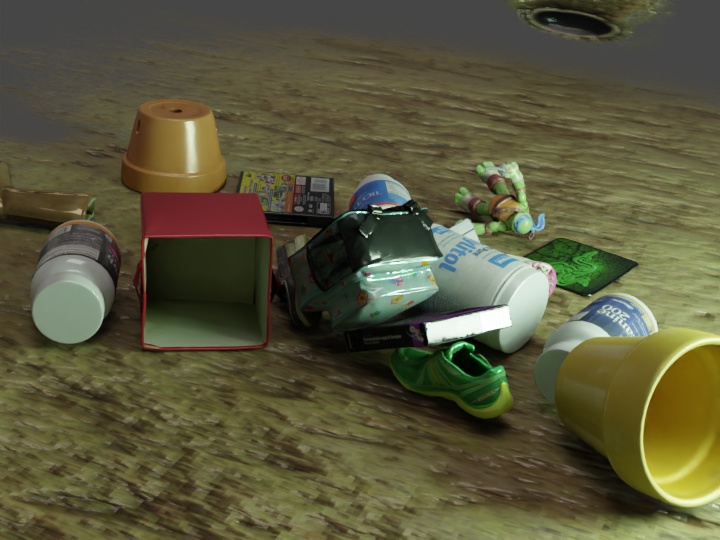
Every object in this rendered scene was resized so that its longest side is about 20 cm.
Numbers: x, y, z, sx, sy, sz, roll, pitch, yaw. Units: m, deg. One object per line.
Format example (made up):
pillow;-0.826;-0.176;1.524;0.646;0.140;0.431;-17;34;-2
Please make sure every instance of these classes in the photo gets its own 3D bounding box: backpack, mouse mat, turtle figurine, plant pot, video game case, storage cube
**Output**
backpack;0.000;0.000;1.594;0.175;0.154;0.200;-11;-6;-41
mouse mat;0.366;-0.009;1.948;0.161;0.008;0.200;21;29;32
turtle figurine;0.221;-0.136;2.036;0.199;0.144;0.194;2;20;-17
plant pot;-0.349;-0.236;2.144;0.199;0.140;0.200;5;25;-2
video game case;-0.139;-0.132;2.096;0.180;0.026;0.200;4;25;-3
storage cube;-0.221;-0.002;1.609;0.199;0.171;0.180;-1;23;-12
plant pot;0.340;0.160;1.361;0.200;0.201;0.189;-9;11;-30

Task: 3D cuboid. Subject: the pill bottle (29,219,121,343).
pill bottle;-0.400;0.015;1.600;0.116;0.117;0.200;2;25;-8

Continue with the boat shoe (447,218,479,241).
boat shoe;0.118;-0.014;1.826;0.200;0.067;0.074;-32;-4;-24

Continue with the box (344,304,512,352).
box;0.088;0.080;1.551;0.143;0.036;0.200;-11;1;-32

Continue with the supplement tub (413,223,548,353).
supplement tub;0.159;0.023;1.667;0.200;0.132;0.132;25;31;32

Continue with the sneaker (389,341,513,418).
sneaker;0.120;0.127;1.485;0.074;0.084;0.200;-19;24;-40

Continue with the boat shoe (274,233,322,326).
boat shoe;-0.100;0.022;1.717;0.066;0.072;0.201;-21;35;12

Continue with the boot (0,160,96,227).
boot;-0.552;-0.124;1.951;0.199;0.066;0.175;4;36;-1

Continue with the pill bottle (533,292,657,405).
pill bottle;0.315;0.110;1.540;0.111;0.111;0.200;20;28;30

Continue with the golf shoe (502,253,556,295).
golf shoe;0.206;0.007;1.816;0.199;0.076;0.092;8;12;-9

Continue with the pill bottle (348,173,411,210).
pill bottle;0.037;-0.092;1.936;0.112;0.113;0.200;3;23;-6
